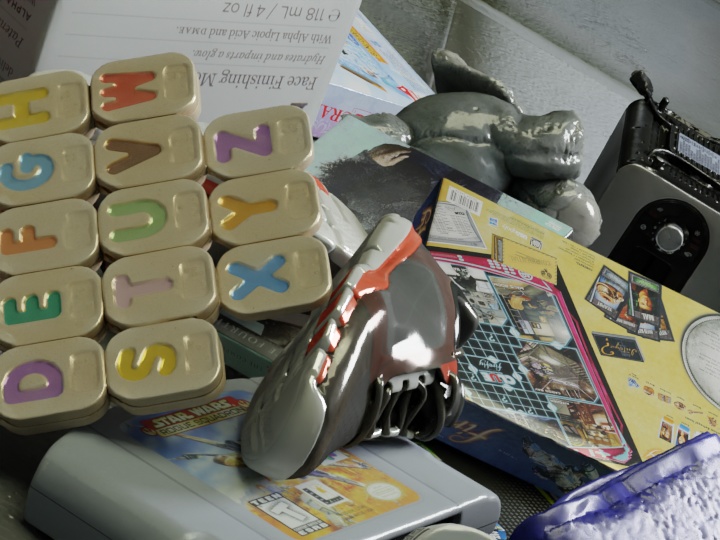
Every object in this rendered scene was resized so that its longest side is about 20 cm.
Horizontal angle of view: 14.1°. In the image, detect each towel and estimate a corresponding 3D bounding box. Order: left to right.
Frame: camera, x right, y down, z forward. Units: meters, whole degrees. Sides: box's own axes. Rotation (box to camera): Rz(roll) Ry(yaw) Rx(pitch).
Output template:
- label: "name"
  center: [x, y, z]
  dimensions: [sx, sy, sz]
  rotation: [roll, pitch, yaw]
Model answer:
- label: "towel"
  center: [0.150, 0.179, 1.260]
  dimensions: [0.147, 0.050, 0.201]
  rotation: [-18, 76, -46]

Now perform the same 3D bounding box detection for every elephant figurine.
- label: "elephant figurine"
  center: [0.058, -0.057, 1.733]
  dimensions: [0.141, 0.156, 0.200]
  rotation: [-16, 17, -5]

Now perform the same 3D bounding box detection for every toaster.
- label: "toaster"
  center: [0.217, -0.012, 1.832]
  dimensions: [0.180, 0.119, 0.200]
  rotation: [31, 20, -4]

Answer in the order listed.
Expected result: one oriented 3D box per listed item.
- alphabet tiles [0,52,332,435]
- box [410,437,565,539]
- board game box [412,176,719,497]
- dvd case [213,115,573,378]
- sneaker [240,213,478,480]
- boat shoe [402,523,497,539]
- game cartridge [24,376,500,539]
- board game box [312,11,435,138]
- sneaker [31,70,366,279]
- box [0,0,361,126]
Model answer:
- label: "alphabet tiles"
  center: [-0.113, -0.016, 1.268]
  dimensions: [0.195, 0.015, 0.201]
  rotation: [-9, 49, 2]
- label: "box"
  center: [0.110, 0.154, 1.372]
  dimensions: [0.193, 0.048, 0.200]
  rotation: [7, 31, -43]
- label: "board game box"
  center: [0.109, 0.051, 1.425]
  dimensions: [0.199, 0.035, 0.136]
  rotation: [26, 44, -9]
- label: "dvd case"
  center: [0.000, 0.000, 1.473]
  dimensions: [0.146, 0.022, 0.200]
  rotation: [28, 42, 20]
- label: "sneaker"
  center: [0.012, 0.042, 1.280]
  dimensions: [0.082, 0.077, 0.200]
  rotation: [39, 31, -3]
- label: "boat shoe"
  center: [0.085, 0.176, 1.170]
  dimensions: [0.200, 0.070, 0.066]
  rotation: [35, -19, -8]
- label: "game cartridge"
  center: [-0.044, 0.095, 1.246]
  dimensions: [0.133, 0.042, 0.200]
  rotation: [33, 25, 25]
- label: "board game box"
  center: [-0.060, -0.153, 1.874]
  dimensions: [0.199, 0.041, 0.200]
  rotation: [15, 26, -41]
- label: "sneaker"
  center: [-0.088, -0.025, 1.407]
  dimensions: [0.199, 0.082, 0.077]
  rotation: [25, 20, -16]
- label: "box"
  center: [-0.143, -0.140, 1.522]
  dimensions: [0.198, 0.131, 0.200]
  rotation: [-2, 33, -42]
